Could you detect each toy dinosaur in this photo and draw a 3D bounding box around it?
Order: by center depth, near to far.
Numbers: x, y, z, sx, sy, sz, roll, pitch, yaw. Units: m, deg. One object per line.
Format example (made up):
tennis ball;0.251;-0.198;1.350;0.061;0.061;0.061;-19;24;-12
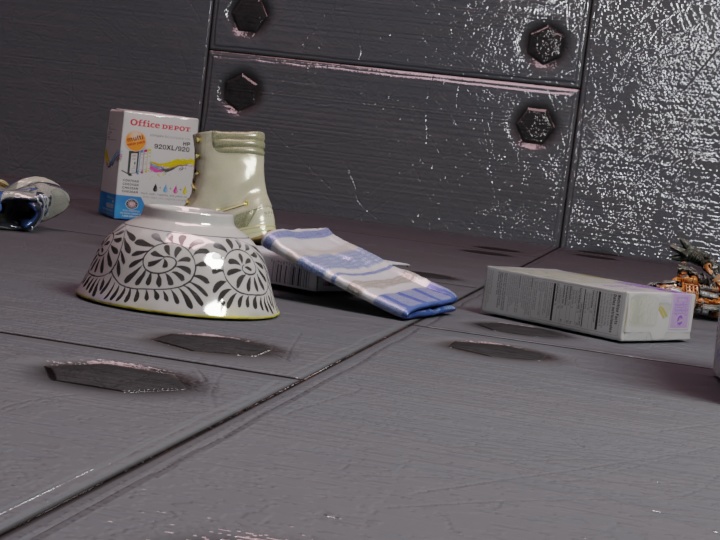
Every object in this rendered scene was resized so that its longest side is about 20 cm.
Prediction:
toy dinosaur;0.488;0.034;1.942;0.200;0.102;0.136;25;12;-27

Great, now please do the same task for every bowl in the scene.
bowl;-0.173;-0.014;1.346;0.200;0.094;0.201;7;5;-1

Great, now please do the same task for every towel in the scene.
towel;0.000;0.000;1.538;0.200;0.024;0.147;27;15;24

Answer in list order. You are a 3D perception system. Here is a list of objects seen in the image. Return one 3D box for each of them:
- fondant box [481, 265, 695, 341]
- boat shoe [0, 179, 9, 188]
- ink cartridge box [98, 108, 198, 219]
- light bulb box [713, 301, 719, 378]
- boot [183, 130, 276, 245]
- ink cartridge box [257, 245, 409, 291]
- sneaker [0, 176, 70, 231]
fondant box;0.262;0.037;1.592;0.200;0.058;0.144;13;7;43
boat shoe;-0.682;-0.150;2.439;0.200;0.063;0.073;10;5;30
ink cartridge box;-0.397;-0.196;2.580;0.147;0.200;0.145;5;5;-22
light bulb box;0.386;0.014;1.192;0.125;0.199;0.200;6;3;9
boot;-0.213;-0.100;1.793;0.200;0.155;0.072;-7;-7;7
ink cartridge box;-0.073;-0.004;1.697;0.196;0.043;0.200;9;2;35
sneaker;-0.490;-0.088;2.008;0.085;0.077;0.200;21;18;29
